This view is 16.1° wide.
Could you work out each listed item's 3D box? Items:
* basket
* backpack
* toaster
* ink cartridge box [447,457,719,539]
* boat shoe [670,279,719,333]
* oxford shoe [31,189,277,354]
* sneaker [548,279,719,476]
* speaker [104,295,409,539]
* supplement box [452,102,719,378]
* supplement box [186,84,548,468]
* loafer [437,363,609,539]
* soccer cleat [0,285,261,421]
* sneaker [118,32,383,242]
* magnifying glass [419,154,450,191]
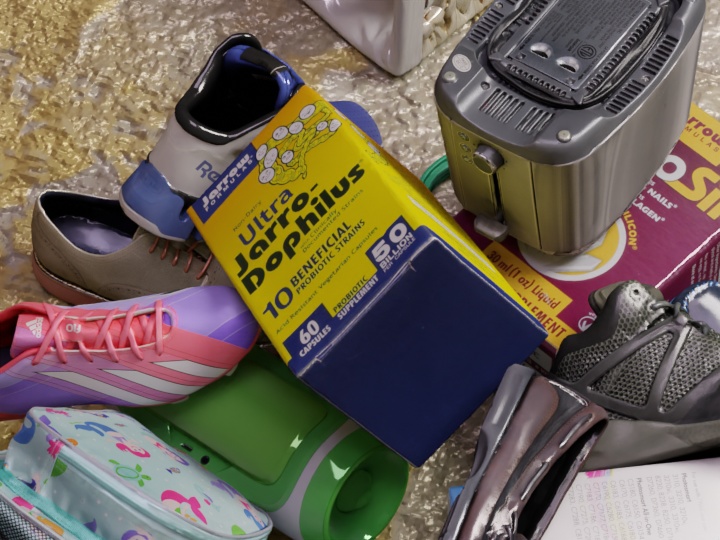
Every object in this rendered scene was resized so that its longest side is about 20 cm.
[{"bbox_3d":[0.006,-0.255,1.728,0.123,0.136,0.200,-36,63,-23],"label":"basket"},{"bbox_3d":[-0.134,0.172,1.412,0.200,0.178,0.151,41,101,20],"label":"backpack"},{"bbox_3d":[0.128,-0.105,1.502,0.114,0.129,0.200,29,61,21],"label":"toaster"},{"bbox_3d":[0.151,0.166,1.429,0.200,0.115,0.068,-6,55,-3],"label":"ink cartridge box"},{"bbox_3d":[0.263,0.080,1.495,0.200,0.069,0.084,44,73,3],"label":"boat shoe"},{"bbox_3d":[-0.116,0.000,1.593,0.200,0.074,0.071,13,57,10],"label":"oxford shoe"},{"bbox_3d":[0.197,0.048,1.428,0.199,0.076,0.114,-14,76,17],"label":"sneaker"},{"bbox_3d":[-0.068,0.090,1.508,0.200,0.088,0.088,30,61,33],"label":"speaker"},{"bbox_3d":[0.151,-0.009,1.576,0.131,0.103,0.200,38,64,25],"label":"supplement box"},{"bbox_3d":[0.000,0.000,1.457,0.109,0.110,0.200,-46,35,6],"label":"supplement box"},{"bbox_3d":[0.078,0.137,1.341,0.063,0.072,0.200,17,56,9],"label":"loafer"},{"bbox_3d":[-0.156,0.043,1.474,0.200,0.076,0.067,-12,59,18],"label":"soccer cleat"},{"bbox_3d":[-0.051,-0.089,1.591,0.199,0.115,0.081,-16,53,-45],"label":"sneaker"},{"bbox_3d":[0.043,-0.004,1.626,0.080,0.022,0.200,30,60,19],"label":"magnifying glass"}]
